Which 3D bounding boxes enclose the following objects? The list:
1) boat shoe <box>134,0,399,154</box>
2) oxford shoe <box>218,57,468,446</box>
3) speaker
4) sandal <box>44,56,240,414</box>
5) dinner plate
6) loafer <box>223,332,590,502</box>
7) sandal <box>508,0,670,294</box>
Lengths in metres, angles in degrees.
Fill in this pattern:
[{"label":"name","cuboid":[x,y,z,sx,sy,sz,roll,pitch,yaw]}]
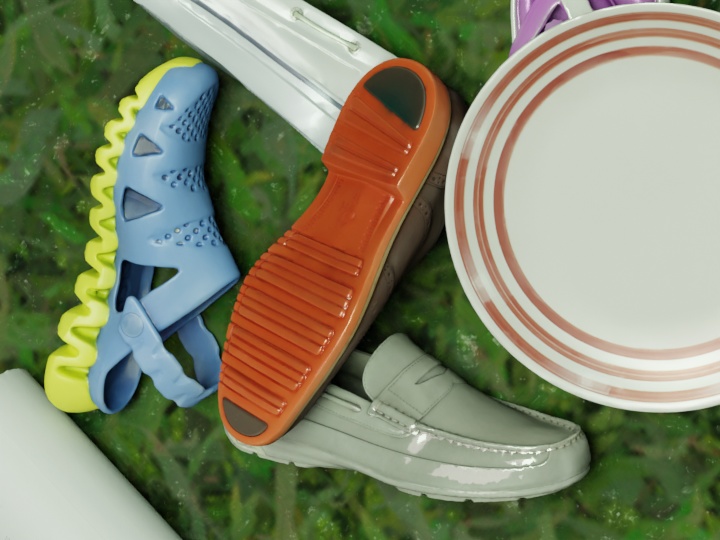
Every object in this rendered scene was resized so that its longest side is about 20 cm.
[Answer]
[{"label":"boat shoe","cuboid":[-0.063,-0.137,1.266,0.200,0.074,0.067,39,91,9]},{"label":"oxford shoe","cuboid":[0.000,0.000,1.218,0.071,0.072,0.201,31,92,37]},{"label":"speaker","cuboid":[-0.142,0.147,1.314,0.200,0.081,0.081,45,111,15]},{"label":"sandal","cuboid":[-0.097,-0.011,1.286,0.086,0.079,0.202,20,111,18]},{"label":"dinner plate","cuboid":[0.139,-0.030,1.176,0.198,0.024,0.202,3,110,8]},{"label":"loafer","cuboid":[0.020,0.068,1.238,0.198,0.070,0.070,9,107,24]},{"label":"sandal","cuboid":[0.100,-0.086,1.197,0.082,0.050,0.205,10,99,23]}]
